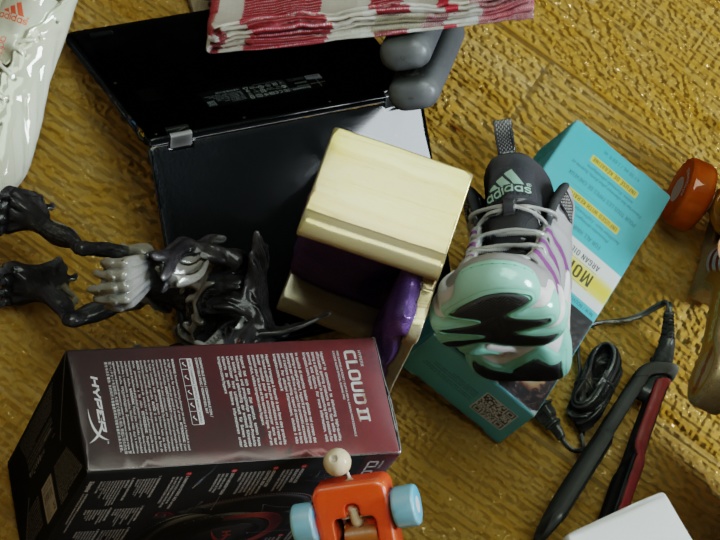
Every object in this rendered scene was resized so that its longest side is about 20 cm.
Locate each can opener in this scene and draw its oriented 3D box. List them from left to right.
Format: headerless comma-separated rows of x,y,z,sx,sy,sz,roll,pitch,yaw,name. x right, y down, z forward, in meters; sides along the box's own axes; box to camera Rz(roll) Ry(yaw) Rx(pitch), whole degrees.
0.035,-0.154,1.751,0.066,0.053,0.200,-10,24,11,can opener

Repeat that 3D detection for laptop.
-0.061,-0.064,1.727,0.187,0.116,0.200,-12,40,-27,laptop

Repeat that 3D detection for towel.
0.006,-0.177,1.717,0.200,0.023,0.144,-7,25,3,towel

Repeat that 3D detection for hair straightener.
0.145,0.088,1.707,0.077,0.041,0.200,30,56,-4,hair straightener

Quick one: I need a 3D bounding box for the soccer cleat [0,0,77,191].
-0.210,-0.126,1.666,0.069,0.078,0.200,20,57,-10,soccer cleat

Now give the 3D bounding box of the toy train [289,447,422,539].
-0.051,0.177,1.516,0.200,0.056,0.150,-14,99,13,toy train

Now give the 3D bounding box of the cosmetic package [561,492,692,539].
0.161,0.229,1.448,0.071,0.101,0.200,-20,72,-30,cosmetic package

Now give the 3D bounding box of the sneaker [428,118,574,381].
0.081,-0.022,1.579,0.078,0.200,0.140,0,77,5,sneaker

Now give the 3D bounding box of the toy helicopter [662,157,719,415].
0.240,-0.002,1.737,0.079,0.132,0.200,24,56,-12,toy helicopter

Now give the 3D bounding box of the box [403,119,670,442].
0.109,0.004,1.729,0.082,0.049,0.200,39,55,-6,box

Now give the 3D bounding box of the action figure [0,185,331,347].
-0.122,0.023,1.570,0.200,0.119,0.102,19,35,22,action figure

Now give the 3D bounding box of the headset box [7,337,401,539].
-0.079,0.103,1.546,0.200,0.149,0.075,-2,63,-21,headset box

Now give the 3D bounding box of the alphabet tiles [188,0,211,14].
-0.037,-0.243,1.843,0.200,0.008,0.167,-5,64,-24,alphabet tiles

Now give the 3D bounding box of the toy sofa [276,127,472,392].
0.000,0.000,1.581,0.083,0.200,0.098,20,76,0,toy sofa
